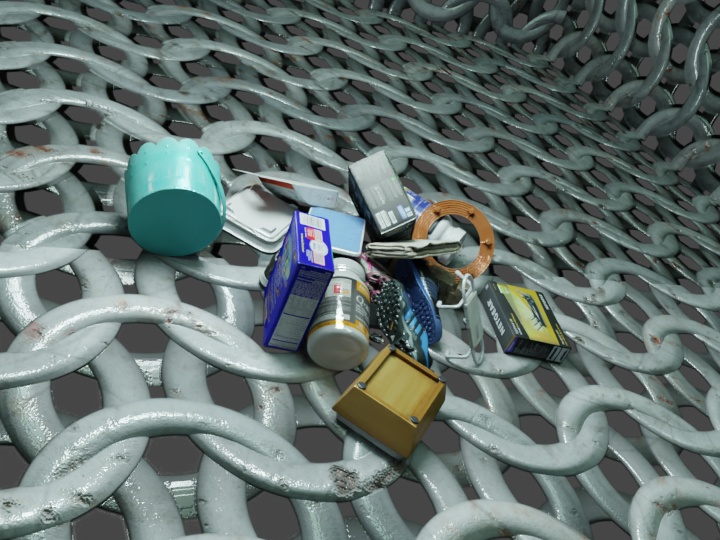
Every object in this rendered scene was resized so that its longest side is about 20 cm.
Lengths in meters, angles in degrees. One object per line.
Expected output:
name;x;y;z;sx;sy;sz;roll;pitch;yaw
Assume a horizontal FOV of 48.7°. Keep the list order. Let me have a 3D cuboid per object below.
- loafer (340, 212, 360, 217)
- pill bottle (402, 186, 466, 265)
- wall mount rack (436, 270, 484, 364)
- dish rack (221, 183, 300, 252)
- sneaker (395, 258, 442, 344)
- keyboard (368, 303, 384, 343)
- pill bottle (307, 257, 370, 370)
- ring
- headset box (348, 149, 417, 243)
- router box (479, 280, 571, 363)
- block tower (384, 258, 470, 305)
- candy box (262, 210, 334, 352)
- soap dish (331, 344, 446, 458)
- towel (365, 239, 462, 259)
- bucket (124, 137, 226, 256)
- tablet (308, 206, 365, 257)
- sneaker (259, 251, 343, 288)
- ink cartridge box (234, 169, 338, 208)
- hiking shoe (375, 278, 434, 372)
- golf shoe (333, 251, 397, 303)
loafer;-0.069;-0.095;1.800;0.068;0.076;0.199;31;27;21
pill bottle;0.152;-0.106;1.935;0.199;0.116;0.116;35;32;12
wall mount rack;0.217;0.090;1.675;0.074;0.202;0.174;-1;23;26
dish rack;-0.222;-0.125;1.771;0.170;0.044;0.200;30;32;6
sneaker;0.142;0.060;1.693;0.077;0.070;0.202;2;61;-41
keyboard;-0.014;0.099;1.610;0.198;0.021;0.128;13;32;-18
pill bottle;-0.039;0.078;1.503;0.115;0.117;0.201;17;43;-14
ring;0.219;-0.069;1.861;0.199;0.202;0.019;24;-11;-1
headset box;0.046;-0.145;1.802;0.092;0.200;0.176;-24;76;-7
router box;0.375;0.116;1.828;0.155;0.053;0.201;12;34;-20
block tower;0.152;0.015;1.816;0.198;0.058;0.054;26;30;3
candy box;-0.118;0.022;1.475;0.076;0.201;0.170;16;34;-17
soap dish;0.060;0.226;1.416;0.156;0.082;0.200;32;31;11
towel;0.116;-0.049;1.732;0.131;0.035;0.199;4;8;39
bucket;-0.360;-0.136;1.543;0.205;0.208;0.136;9;44;-25
tablet;-0.056;-0.085;1.696;0.128;0.014;0.200;14;25;-2
sneaker;-0.104;-0.011;1.615;0.198;0.091;0.067;-7;52;-30
ink cartridge box;-0.174;-0.184;1.807;0.198;0.058;0.162;2;11;-36
hiking shoe;0.088;0.115;1.592;0.086;0.074;0.202;16;54;-44
golf shoe;0.000;0.000;1.726;0.199;0.073;0.092;40;17;9
